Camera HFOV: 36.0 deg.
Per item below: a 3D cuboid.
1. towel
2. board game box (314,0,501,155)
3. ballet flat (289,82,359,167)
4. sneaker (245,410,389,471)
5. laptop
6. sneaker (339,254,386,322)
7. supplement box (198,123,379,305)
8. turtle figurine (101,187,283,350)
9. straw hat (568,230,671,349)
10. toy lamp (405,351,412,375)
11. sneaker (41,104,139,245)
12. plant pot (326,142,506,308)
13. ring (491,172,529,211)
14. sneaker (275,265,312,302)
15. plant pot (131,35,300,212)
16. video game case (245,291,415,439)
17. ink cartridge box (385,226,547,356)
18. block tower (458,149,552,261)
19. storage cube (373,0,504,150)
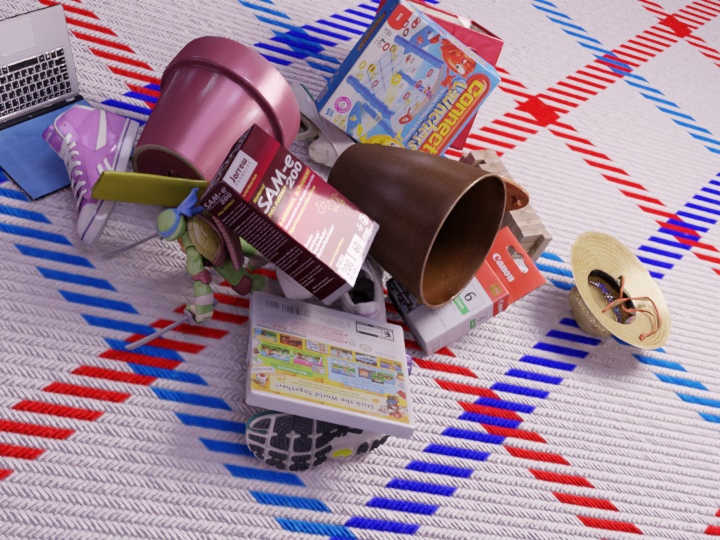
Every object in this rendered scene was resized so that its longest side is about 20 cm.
[{"bbox_3d":[-0.221,-0.098,1.342,0.197,0.086,0.018,4,72,-25],"label":"towel"},{"bbox_3d":[0.068,-0.263,1.616,0.194,0.201,0.056,31,20,-22],"label":"board game box"},{"bbox_3d":[-0.065,-0.202,1.665,0.069,0.070,0.200,-18,56,-40],"label":"ballet flat"},{"bbox_3d":[-0.053,0.180,1.301,0.198,0.079,0.080,-1,30,-37],"label":"sneaker"},{"bbox_3d":[-0.409,-0.225,1.445,0.115,0.203,0.187,12,30,34],"label":"laptop"},{"bbox_3d":[0.000,0.000,1.464,0.074,0.100,0.202,-10,50,-5],"label":"sneaker"},{"bbox_3d":[-0.081,-0.066,1.312,0.199,0.061,0.110,38,48,-16],"label":"supplement box"},{"bbox_3d":[-0.203,-0.002,1.374,0.192,0.202,0.143,21,9,-43],"label":"turtle figurine"},{"bbox_3d":[0.358,0.050,1.640,0.199,0.085,0.204,21,50,-26],"label":"straw hat"},{"bbox_3d":[-0.030,0.109,1.381,0.197,0.059,0.059,9,45,-19],"label":"toy lamp"},{"bbox_3d":[-0.355,-0.126,1.397,0.113,0.073,0.203,20,47,-19],"label":"sneaker"},{"bbox_3d":[0.056,-0.081,1.440,0.198,0.189,0.186,30,38,26],"label":"plant pot"},{"bbox_3d":[0.149,-0.115,1.622,0.197,0.200,0.020,15,79,-17],"label":"ring"},{"bbox_3d":[-0.062,-0.025,1.445,0.079,0.071,0.201,-20,31,10],"label":"sneaker"},{"bbox_3d":[-0.204,-0.177,1.470,0.198,0.201,0.180,31,57,1],"label":"plant pot"},{"bbox_3d":[-0.037,0.109,1.306,0.197,0.023,0.183,15,35,-14],"label":"video game case"},{"bbox_3d":[0.144,0.016,1.502,0.198,0.051,0.110,-30,64,-8],"label":"ink cartridge box"},{"bbox_3d":[0.221,-0.106,1.735,0.057,0.054,0.201,-8,53,-34],"label":"block tower"},{"bbox_3d":[0.097,-0.315,1.732,0.168,0.182,0.200,15,19,-17],"label":"storage cube"}]
